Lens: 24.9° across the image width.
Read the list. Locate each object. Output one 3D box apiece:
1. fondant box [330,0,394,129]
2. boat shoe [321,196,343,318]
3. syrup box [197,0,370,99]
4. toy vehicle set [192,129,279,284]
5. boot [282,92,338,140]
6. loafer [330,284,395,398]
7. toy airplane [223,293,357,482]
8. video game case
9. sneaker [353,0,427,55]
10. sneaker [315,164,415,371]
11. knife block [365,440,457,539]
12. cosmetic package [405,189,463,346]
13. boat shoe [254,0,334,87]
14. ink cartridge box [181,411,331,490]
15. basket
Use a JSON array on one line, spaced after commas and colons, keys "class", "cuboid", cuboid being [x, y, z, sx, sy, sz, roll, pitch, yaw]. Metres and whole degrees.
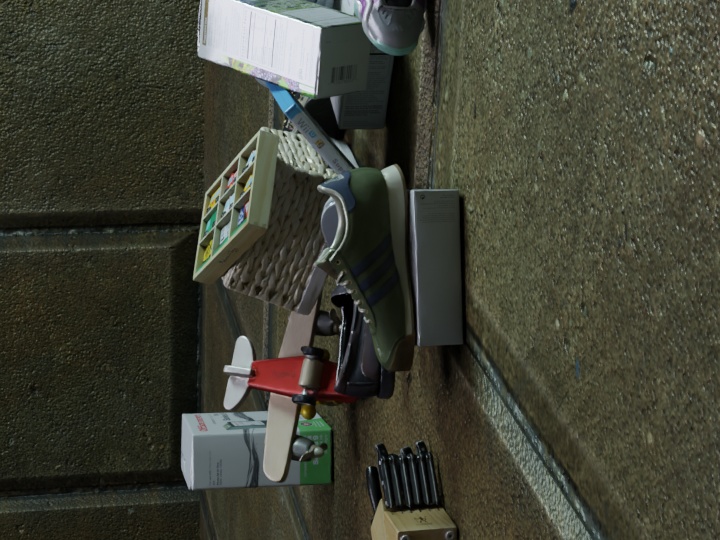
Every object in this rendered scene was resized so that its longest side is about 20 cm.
[{"class": "fondant box", "cuboid": [0.000, -0.283, 1.859, 0.145, 0.058, 0.201, -106, 19, -49]}, {"class": "boat shoe", "cuboid": [0.002, 0.005, 1.813, 0.070, 0.070, 0.201, -89, -20, -70]}, {"class": "syrup box", "cuboid": [-0.086, -0.255, 1.798, 0.199, 0.078, 0.082, 23, 117, 40]}, {"class": "toy vehicle set", "cuboid": [-0.154, -0.074, 2.002, 0.200, 0.026, 0.125, 140, 140, -58]}, {"class": "boot", "cuboid": [-0.065, -0.239, 2.151, 0.204, 0.073, 0.155, 120, 149, -61]}, {"class": "loafer", "cuboid": [-0.004, 0.036, 1.662, 0.072, 0.063, 0.201, 101, 164, -60]}, {"class": "toy airplane", "cuboid": [-0.080, 0.146, 2.110, 0.200, 0.141, 0.200, -50, 46, 22]}, {"class": "video game case", "cuboid": [-0.028, -0.126, 1.809, 0.200, 0.018, 0.143, 48, -175, -24]}, {"class": "sneaker", "cuboid": [0.038, -0.326, 1.618, 0.140, 0.077, 0.201, 131, 135, -74]}, {"class": "sneaker", "cuboid": [0.000, 0.000, 1.581, 0.067, 0.089, 0.202, -174, 81, -76]}, {"class": "knife block", "cuboid": [0.048, 0.285, 1.703, 0.176, 0.064, 0.201, -136, 45, -74]}, {"class": "cosmetic package", "cuboid": [0.054, -0.007, 1.656, 0.200, 0.051, 0.152, -166, 75, -77]}, {"class": "boat shoe", "cuboid": [-0.072, -0.300, 1.895, 0.067, 0.073, 0.200, -47, -4, -44]}, {"class": "ink cartridge box", "cuboid": [-0.150, 0.253, 2.310, 0.146, 0.199, 0.085, -152, 62, -76]}, {"class": "basket", "cuboid": [-0.094, -0.068, 2.057, 0.136, 0.123, 0.201, -113, 43, -58]}]
